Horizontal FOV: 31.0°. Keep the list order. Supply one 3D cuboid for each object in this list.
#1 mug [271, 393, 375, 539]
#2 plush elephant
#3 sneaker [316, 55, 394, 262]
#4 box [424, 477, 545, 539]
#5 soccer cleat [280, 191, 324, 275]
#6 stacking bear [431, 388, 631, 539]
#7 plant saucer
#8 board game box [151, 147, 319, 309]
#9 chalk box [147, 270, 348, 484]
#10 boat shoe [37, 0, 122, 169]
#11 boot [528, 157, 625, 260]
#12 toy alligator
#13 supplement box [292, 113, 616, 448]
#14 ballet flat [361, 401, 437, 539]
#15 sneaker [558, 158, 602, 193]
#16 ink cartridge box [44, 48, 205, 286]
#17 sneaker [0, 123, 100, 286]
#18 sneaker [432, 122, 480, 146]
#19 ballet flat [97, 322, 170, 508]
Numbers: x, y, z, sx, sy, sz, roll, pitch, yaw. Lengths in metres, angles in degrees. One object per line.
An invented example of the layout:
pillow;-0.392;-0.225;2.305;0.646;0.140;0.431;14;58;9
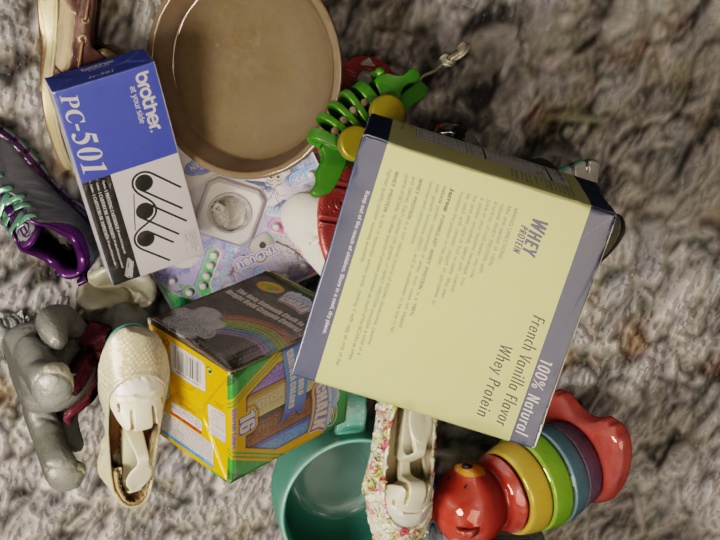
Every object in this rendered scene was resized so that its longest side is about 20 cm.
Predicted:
mug;-0.008;0.213;1.345;0.152;0.114;0.185;31;95;-16
plush elephant;-0.257;0.087;1.258;0.154;0.200;0.165;-16;130;-22
sneaker;-0.005;-0.087;1.207;0.078;0.116;0.201;11;80;-8
box;0.129;0.353;1.384;0.105;0.184;0.201;3;112;-8
soccer cleat;0.000;0.000;1.217;0.200;0.086;0.070;40;114;5
stacking bear;0.161;0.216;1.319;0.199;0.121;0.114;-17;117;-30
plant saucer;-0.102;-0.183;1.173;0.199;0.029;0.201;5;104;23
board game box;-0.128;-0.056;1.271;0.199;0.026;0.200;-24;113;5
chalk box;-0.089;0.089;1.237;0.200;0.124;0.124;-22;127;-41
boat shoe;-0.250;-0.189;1.180;0.072;0.072;0.201;0;107;-4
boot;0.139;0.001;1.167;0.200;0.068;0.131;-42;130;15
toy alligator;0.013;-0.147;1.126;0.054;0.059;0.200;46;76;-9
supplement box;0.072;0.003;1.039;0.199;0.134;0.201;17;105;-1
ballet flat;0.043;0.185;1.255;0.075;0.064;0.201;0;91;-22
sneaker;0.153;-0.032;1.218;0.199;0.078;0.091;-24;90;-13
ink cartridge box;-0.212;-0.092;1.184;0.094;0.044;0.201;-19;122;-14
sneaker;-0.321;-0.068;1.212;0.200;0.088;0.074;40;104;-19
sneaker;0.076;-0.095;1.187;0.074;0.200;0.080;-13;93;12
ballet flat;-0.200;0.136;1.170;0.067;0.062;0.200;-11;134;-23
